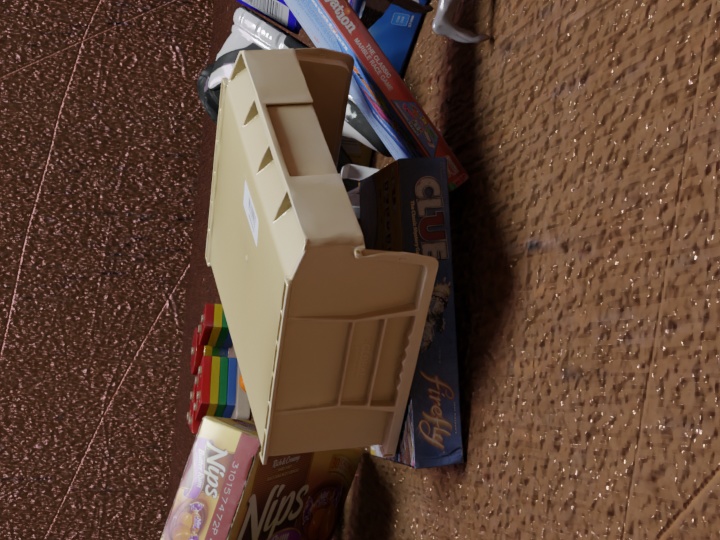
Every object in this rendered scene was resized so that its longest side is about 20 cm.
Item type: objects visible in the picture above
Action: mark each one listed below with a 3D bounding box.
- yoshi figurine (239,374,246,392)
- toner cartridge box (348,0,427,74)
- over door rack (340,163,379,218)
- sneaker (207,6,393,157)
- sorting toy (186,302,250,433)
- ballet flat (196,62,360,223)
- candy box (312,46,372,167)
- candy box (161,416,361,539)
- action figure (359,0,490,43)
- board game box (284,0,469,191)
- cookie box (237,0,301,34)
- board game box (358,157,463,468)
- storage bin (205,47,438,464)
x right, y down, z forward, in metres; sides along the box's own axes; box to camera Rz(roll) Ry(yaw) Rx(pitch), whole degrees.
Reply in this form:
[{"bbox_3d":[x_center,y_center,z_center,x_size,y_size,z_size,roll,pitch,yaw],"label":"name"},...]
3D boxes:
[{"bbox_3d":[-0.068,0.166,1.363,0.112,0.112,0.200,117,154,-52],"label":"yoshi figurine"},{"bbox_3d":[0.024,-0.233,1.259,0.200,0.043,0.095,111,163,-51],"label":"toner cartridge box"},{"bbox_3d":[0.000,0.000,1.238,0.200,0.067,0.148,-74,-6,-77],"label":"over door rack"},{"bbox_3d":[-0.042,-0.138,1.249,0.080,0.200,0.074,-58,-30,5],"label":"sneaker"},{"bbox_3d":[-0.199,0.144,2.123,0.199,0.069,0.200,116,156,-61],"label":"sorting toy"},{"bbox_3d":[-0.065,-0.110,1.347,0.066,0.200,0.057,-45,17,-7],"label":"ballet flat"},{"bbox_3d":[-0.030,-0.096,1.434,0.117,0.056,0.200,-108,25,-63],"label":"candy box"},{"bbox_3d":[-0.075,0.181,1.191,0.200,0.056,0.117,23,-94,-68],"label":"candy box"},{"bbox_3d":[0.051,-0.249,0.999,0.200,0.104,0.194,-104,12,-68],"label":"action figure"},{"bbox_3d":[0.001,-0.141,1.066,0.200,0.019,0.103,55,174,-9],"label":"board game box"},{"bbox_3d":[-0.025,-0.317,1.223,0.200,0.075,0.171,-58,-4,-16],"label":"cookie box"},{"bbox_3d":[0.032,0.030,1.042,0.135,0.035,0.200,166,101,-78],"label":"board game box"},{"bbox_3d":[-0.033,-0.012,0.998,0.199,0.094,0.200,101,158,-44],"label":"storage bin"}]
